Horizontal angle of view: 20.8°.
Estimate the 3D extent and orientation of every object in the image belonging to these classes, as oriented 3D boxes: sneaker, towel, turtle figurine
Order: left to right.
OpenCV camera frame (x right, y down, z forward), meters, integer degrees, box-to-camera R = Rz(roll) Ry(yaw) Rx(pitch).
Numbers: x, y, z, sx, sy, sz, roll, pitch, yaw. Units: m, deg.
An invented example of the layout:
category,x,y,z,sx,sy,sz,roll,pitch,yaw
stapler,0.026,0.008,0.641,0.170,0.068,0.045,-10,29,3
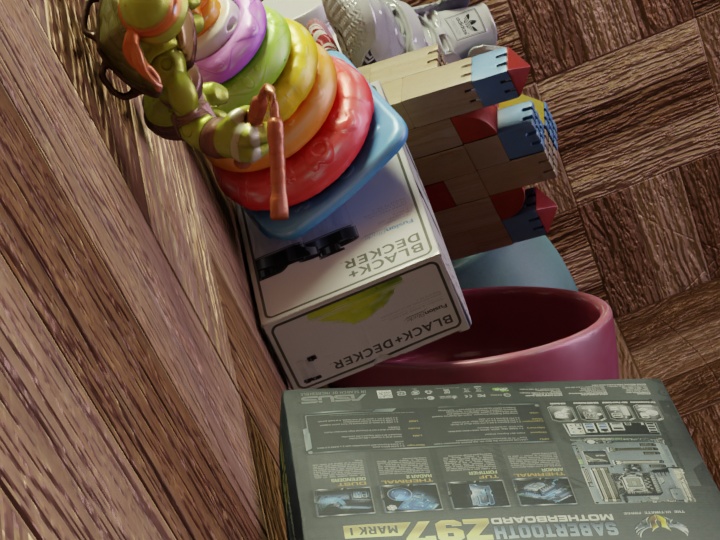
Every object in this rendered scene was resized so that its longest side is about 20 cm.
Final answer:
category,x,y,z,sx,sy,sz,roll,pitch,yaw
turtle figurine,-0.090,-0.100,0.904,0.201,0.064,0.161,61,-4,4
towel,-0.004,-0.117,1.495,0.200,0.023,0.145,-112,-179,-77
sneaker,0.041,-0.175,1.429,0.200,0.114,0.076,59,7,-75

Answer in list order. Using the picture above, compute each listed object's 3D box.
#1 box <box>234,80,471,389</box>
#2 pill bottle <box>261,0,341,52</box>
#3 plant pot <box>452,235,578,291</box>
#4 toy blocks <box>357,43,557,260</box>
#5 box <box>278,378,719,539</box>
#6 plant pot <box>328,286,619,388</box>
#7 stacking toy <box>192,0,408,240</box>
category,x,y,z,sx,sy,sz,roll,pitch,yaw
box,-0.012,-0.024,1.205,0.201,0.116,0.060,-105,172,-53
pill bottle,-0.024,-0.138,1.660,0.113,0.112,0.201,-104,171,-62
plant pot,0.083,0.024,1.592,0.201,0.198,0.189,-107,176,-50
toy blocks,0.074,-0.084,1.352,0.100,0.136,0.201,-86,154,-44
box,0.064,0.110,0.921,0.158,0.198,0.051,-106,-165,-65
plant pot,0.082,0.121,1.334,0.200,0.198,0.181,-92,175,-78
stacking toy,-0.072,-0.120,1.118,0.200,0.110,0.116,50,1,-45
